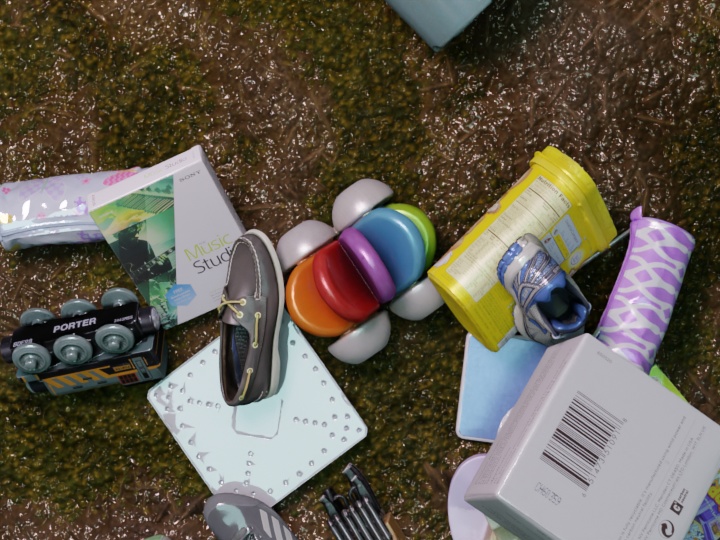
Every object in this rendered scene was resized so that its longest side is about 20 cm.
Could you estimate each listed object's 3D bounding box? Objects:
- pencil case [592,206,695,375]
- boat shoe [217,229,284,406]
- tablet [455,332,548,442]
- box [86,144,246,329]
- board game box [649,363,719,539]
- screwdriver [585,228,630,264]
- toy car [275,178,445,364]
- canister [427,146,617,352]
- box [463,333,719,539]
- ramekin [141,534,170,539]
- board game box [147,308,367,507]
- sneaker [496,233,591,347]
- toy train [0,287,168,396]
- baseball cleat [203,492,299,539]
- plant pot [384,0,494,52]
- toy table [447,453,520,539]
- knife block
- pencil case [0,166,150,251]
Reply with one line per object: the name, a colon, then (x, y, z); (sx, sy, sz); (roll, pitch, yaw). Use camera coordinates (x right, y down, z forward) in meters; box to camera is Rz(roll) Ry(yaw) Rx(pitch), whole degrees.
pencil case: (0.314, 0.037, 1.354); (0.085, 0.084, 0.202); (26, 74, -4)
boat shoe: (-0.131, 0.057, 1.357); (0.071, 0.060, 0.205); (12, 109, 41)
tablet: (0.218, 0.147, 1.413); (0.196, 0.014, 0.132); (7, 91, 4)
box: (-0.207, -0.034, 1.371); (0.143, 0.037, 0.201); (-24, 128, 3)
board game box: (0.353, 0.227, 1.380); (0.134, 0.045, 0.200); (-41, 91, 0)
screwdriver: (0.245, 0.001, 1.405); (0.199, 0.028, 0.029); (-39, 116, 3)
toy car: (0.000, 0.000, 1.360); (0.199, 0.150, 0.176); (-35, 87, 3)
canister: (0.183, -0.020, 1.342); (0.200, 0.149, 0.086); (-44, 48, -5)
box: (0.248, 0.209, 1.248); (0.199, 0.131, 0.200); (34, 76, -3)
ramekin: (-0.237, 0.404, 1.356); (0.096, 0.200, 0.203); (-22, 88, -4)
board game box: (-0.123, 0.171, 1.430); (0.199, 0.026, 0.201); (-36, 88, 3)
sneaker: (0.211, 0.046, 1.287); (0.077, 0.200, 0.085); (-44, 53, -1)
toy train: (-0.322, 0.094, 1.403); (0.197, 0.086, 0.115); (-13, 133, 8)
baseball cleat: (-0.100, 0.335, 1.374); (0.199, 0.107, 0.070); (36, 102, -10)
plant pot: (0.079, -0.371, 1.344); (0.200, 0.200, 0.197); (-41, 95, 3)
toy table: (0.172, 0.318, 1.365); (0.183, 0.117, 0.201); (-38, 89, 3)
knife block: (0.025, 0.333, 1.410); (0.063, 0.177, 0.201); (-30, 133, 4)
pencil case: (-0.335, -0.070, 1.413); (0.196, 0.092, 0.084); (-4, 134, 5)
